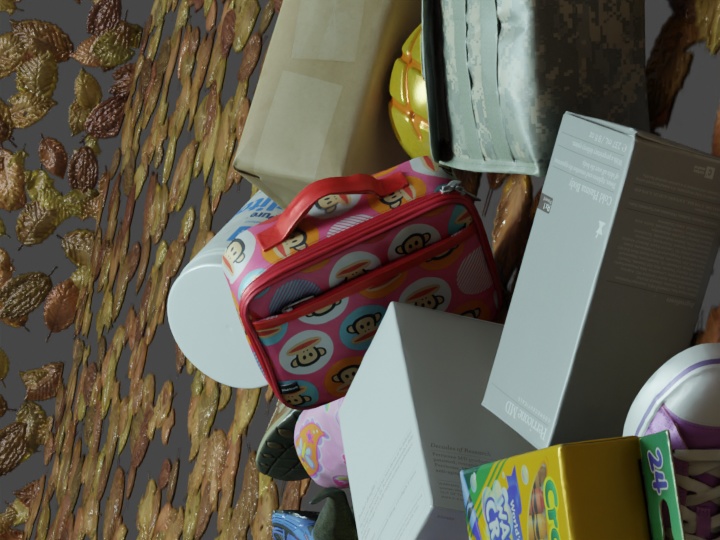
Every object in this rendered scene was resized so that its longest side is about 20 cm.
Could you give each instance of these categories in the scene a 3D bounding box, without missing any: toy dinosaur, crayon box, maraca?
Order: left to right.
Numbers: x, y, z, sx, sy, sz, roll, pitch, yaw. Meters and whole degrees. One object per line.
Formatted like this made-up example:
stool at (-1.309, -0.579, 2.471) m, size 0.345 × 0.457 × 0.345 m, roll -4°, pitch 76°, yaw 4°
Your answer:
toy dinosaur at (0.012, 0.205, 1.298) m, size 0.101 × 0.199 × 0.078 m, roll -18°, pitch 75°, yaw 32°
maraca at (0.092, -0.159, 1.336) m, size 0.200 × 0.106 × 0.138 m, roll -47°, pitch 39°, yaw 38°
crayon box at (0.115, 0.162, 0.948) m, size 0.200 × 0.051 × 0.127 m, roll 144°, pitch 121°, yaw -70°

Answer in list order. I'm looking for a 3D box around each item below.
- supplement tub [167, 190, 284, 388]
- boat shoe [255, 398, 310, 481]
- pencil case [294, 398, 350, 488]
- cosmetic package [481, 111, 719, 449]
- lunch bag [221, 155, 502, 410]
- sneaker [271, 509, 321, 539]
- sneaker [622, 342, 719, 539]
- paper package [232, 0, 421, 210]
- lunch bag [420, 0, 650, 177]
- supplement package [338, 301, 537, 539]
supplement tub at (-0.076, 0.002, 1.575) m, size 0.200 × 0.131 × 0.133 m, roll -52°, pitch -10°, yaw -53°
boat shoe at (-0.034, 0.116, 1.601) m, size 0.201 × 0.075 × 0.074 m, roll -54°, pitch 23°, yaw 35°
pencil case at (0.013, 0.117, 1.434) m, size 0.200 × 0.086 × 0.088 m, roll 133°, pitch 145°, yaw -57°
cosmetic package at (0.153, 0.013, 1.069) m, size 0.107 × 0.089 × 0.202 m, roll 31°, pitch 105°, yaw 67°
lunch bag at (0.000, 0.000, 1.292) m, size 0.082 × 0.198 × 0.177 m, roll -119°, pitch 6°, yaw -46°
sneaker at (-0.034, 0.253, 1.501) m, size 0.200 × 0.074 × 0.080 m, roll 176°, pitch 102°, yaw -73°
sneaker at (0.184, 0.145, 0.931) m, size 0.115 × 0.072 × 0.202 m, roll -111°, pitch 27°, yaw -54°
paper package at (-0.004, -0.143, 1.451) m, size 0.190 × 0.102 × 0.202 m, roll 36°, pitch -112°, yaw -66°
lunch bag at (0.102, -0.153, 1.188) m, size 0.199 × 0.116 × 0.166 m, roll 12°, pitch 107°, yaw 62°
supplement package at (0.065, 0.137, 1.202) m, size 0.201 × 0.116 × 0.118 m, roll -101°, pitch 28°, yaw -49°
